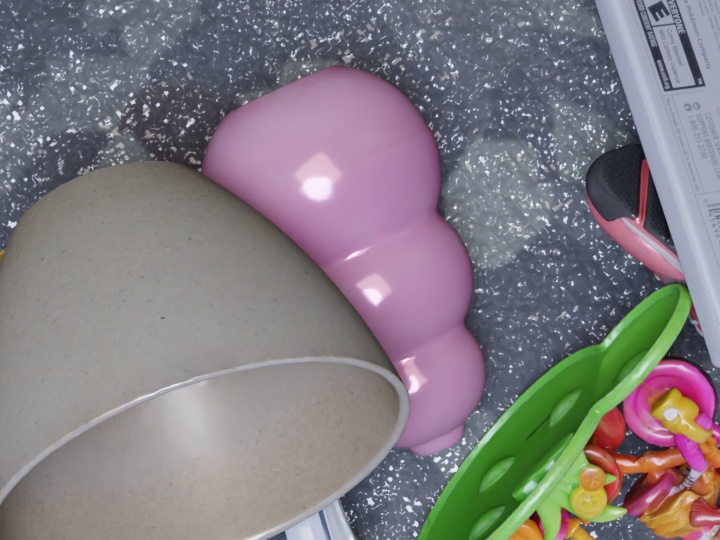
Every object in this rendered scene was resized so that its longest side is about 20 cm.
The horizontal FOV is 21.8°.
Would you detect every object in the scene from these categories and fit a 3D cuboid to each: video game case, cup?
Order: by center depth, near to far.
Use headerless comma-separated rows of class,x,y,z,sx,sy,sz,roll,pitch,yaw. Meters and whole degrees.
cup,-0.094,0.036,0.863,0.200,0.200,0.144,-23,62,0
video game case,0.224,-0.062,0.910,0.182,0.023,0.201,-9,71,-18

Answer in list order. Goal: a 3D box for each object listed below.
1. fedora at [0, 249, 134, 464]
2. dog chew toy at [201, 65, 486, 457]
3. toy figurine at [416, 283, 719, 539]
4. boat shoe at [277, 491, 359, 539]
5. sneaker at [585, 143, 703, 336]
fedora,-0.169,0.078,0.970,0.200,0.082,0.201,0,85,3
dog chew toy,0.000,0.000,0.955,0.124,0.125,0.200,-24,93,0
toy figurine,0.158,0.134,0.926,0.184,0.150,0.200,40,112,-7
boat shoe,0.017,0.185,0.963,0.067,0.074,0.201,-21,97,0
sneaker,0.188,0.013,0.943,0.200,0.087,0.074,30,49,-11
